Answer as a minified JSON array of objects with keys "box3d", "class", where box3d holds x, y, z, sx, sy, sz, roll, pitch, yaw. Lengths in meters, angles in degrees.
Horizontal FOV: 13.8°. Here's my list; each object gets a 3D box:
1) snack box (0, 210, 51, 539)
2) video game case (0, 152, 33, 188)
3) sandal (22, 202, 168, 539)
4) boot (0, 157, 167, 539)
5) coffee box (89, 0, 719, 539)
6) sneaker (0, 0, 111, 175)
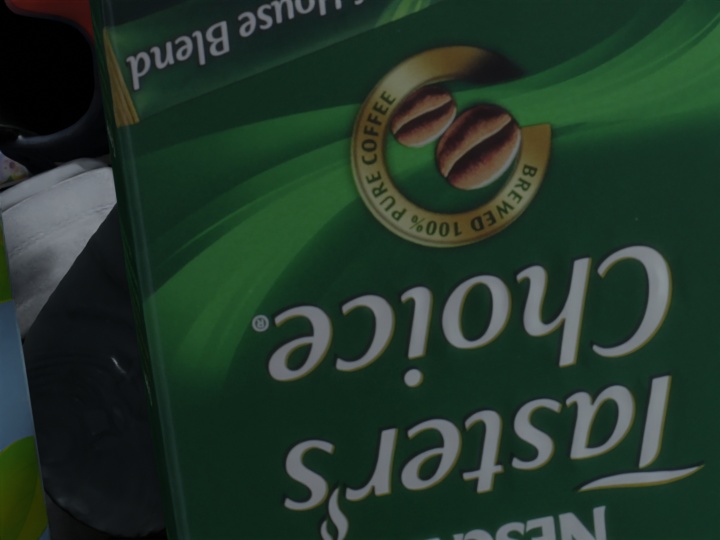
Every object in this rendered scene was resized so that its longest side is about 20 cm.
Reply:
[{"box3d":[-0.151,0.031,0.583,0.168,0.201,0.068,-17,29,-25],"class":"snack box"},{"box3d":[-0.129,-0.092,0.876,0.199,0.144,0.018,-15,11,-6],"class":"video game case"},{"box3d":[-0.008,-0.034,0.596,0.075,0.201,0.048,34,7,26],"class":"sandal"},{"box3d":[0.009,0.012,0.683,0.199,0.070,0.132,-11,56,-16],"class":"boot"},{"box3d":[0.015,-0.015,0.554,0.122,0.201,0.044,-8,18,-9],"class":"coffee box"},{"box3d":[-0.078,-0.050,0.772,0.084,0.200,0.075,-16,68,-19],"class":"sneaker"}]
